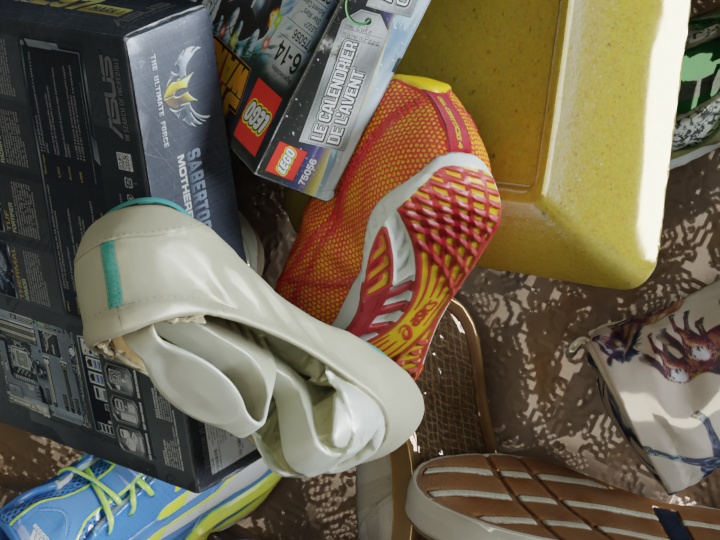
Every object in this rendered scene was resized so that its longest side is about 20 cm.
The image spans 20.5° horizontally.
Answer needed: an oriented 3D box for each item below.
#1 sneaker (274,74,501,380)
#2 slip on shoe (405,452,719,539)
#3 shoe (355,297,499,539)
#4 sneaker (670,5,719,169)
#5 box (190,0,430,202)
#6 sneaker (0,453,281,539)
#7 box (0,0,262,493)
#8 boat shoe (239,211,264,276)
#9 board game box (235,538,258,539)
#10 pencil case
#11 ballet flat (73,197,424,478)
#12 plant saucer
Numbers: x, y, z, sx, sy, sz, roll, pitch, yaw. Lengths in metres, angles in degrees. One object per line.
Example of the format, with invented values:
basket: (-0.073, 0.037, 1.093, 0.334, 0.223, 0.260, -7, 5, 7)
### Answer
sneaker: (0.000, 0.000, 0.846, 0.200, 0.073, 0.077, -54, 39, 39)
slip on shoe: (0.113, 0.132, 0.882, 0.199, 0.076, 0.061, 11, 114, -13)
shoe: (0.034, 0.106, 0.920, 0.070, 0.053, 0.201, -7, 95, -23)
sneaker: (0.178, -0.093, 0.870, 0.199, 0.089, 0.077, -25, 87, 8)
box: (-0.034, -0.130, 0.849, 0.040, 0.200, 0.137, 19, 104, -30)
sneaker: (-0.104, 0.107, 0.909, 0.200, 0.105, 0.076, -42, 85, 8)
box: (-0.119, -0.019, 0.844, 0.157, 0.051, 0.201, 13, 119, 40)
boat shoe: (-0.134, -0.048, 0.930, 0.200, 0.065, 0.072, 39, 98, 7)
board game box: (-0.017, 0.206, 0.913, 0.158, 0.039, 0.200, 41, 127, 10)
pencil case: (0.193, 0.022, 0.876, 0.199, 0.078, 0.090, -28, 66, 8)
ballet flat: (-0.038, 0.045, 0.779, 0.069, 0.200, 0.070, -22, 51, 30)
plant saucer: (0.043, -0.103, 0.865, 0.199, 0.048, 0.201, 9, 93, 38)
